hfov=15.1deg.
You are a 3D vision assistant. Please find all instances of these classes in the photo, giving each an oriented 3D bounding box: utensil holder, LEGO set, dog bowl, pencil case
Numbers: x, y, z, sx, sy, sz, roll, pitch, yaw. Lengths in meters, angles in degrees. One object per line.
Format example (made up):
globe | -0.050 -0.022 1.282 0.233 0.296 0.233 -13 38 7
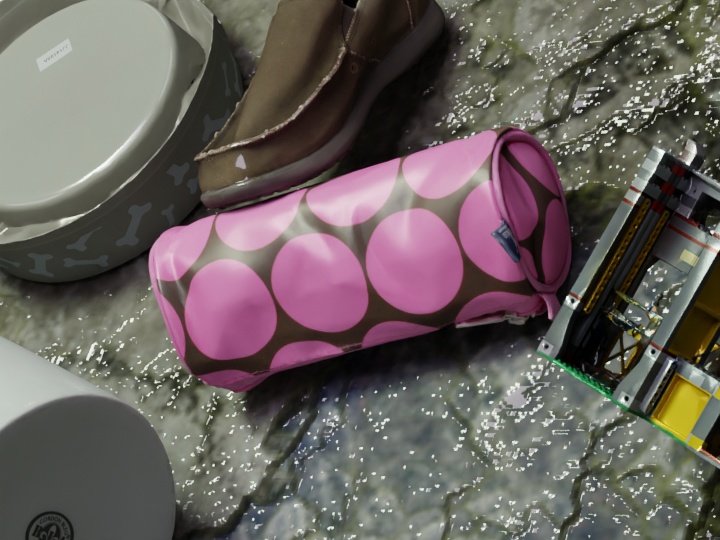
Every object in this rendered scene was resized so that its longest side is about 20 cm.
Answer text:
utensil holder | -0.210 0.101 1.302 0.199 0.170 0.170 20 69 40
LEGO set | 0.179 0.029 1.102 0.116 0.153 0.200 -60 37 4
dog bowl | -0.152 -0.081 1.486 0.199 0.059 0.201 -18 47 21
pencil case | 0.000 0.000 1.302 0.199 0.091 0.094 -15 93 26

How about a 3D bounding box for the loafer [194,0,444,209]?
loafer | -0.031 -0.101 1.366 0.073 0.071 0.200 -15 25 37
